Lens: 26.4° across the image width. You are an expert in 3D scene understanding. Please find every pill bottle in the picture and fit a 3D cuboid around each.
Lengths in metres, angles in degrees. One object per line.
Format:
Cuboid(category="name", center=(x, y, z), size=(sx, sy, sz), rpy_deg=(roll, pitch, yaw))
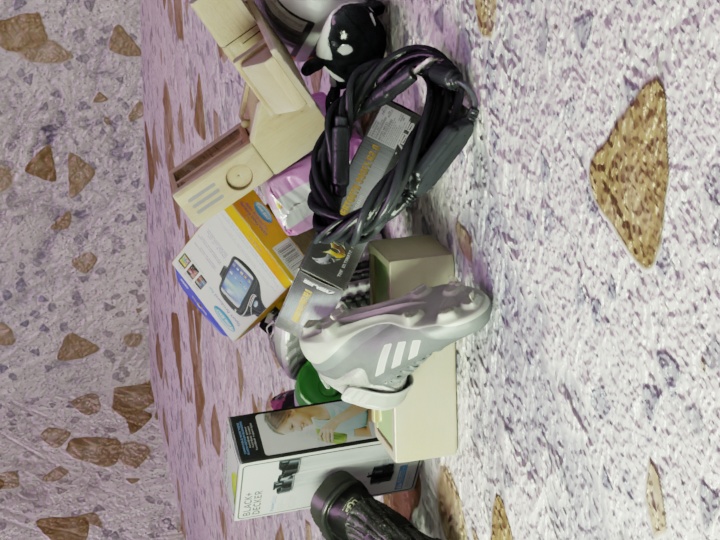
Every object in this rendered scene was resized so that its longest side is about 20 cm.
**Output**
Cuboid(category="pill bottle", center=(-0.047, -0.297, 1.584), size=(0.200, 0.116, 0.117), rpy_deg=(140, 122, -73))

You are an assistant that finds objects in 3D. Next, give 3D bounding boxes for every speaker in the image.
Cuboid(category="speaker", center=(-0.023, 0.174, 1.694), size=(0.200, 0.088, 0.089), rpy_deg=(81, 174, -53))

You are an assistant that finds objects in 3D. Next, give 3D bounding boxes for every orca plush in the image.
Cuboid(category="orca plush", center=(-0.004, -0.201, 1.550), size=(0.071, 0.105, 0.200), rpy_deg=(48, 155, 9))

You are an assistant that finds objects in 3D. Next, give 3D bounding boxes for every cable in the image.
Cuboid(category="cable", center=(0.011, -0.110, 1.348), size=(0.200, 0.051, 0.163), rpy_deg=(-53, 42, 9))

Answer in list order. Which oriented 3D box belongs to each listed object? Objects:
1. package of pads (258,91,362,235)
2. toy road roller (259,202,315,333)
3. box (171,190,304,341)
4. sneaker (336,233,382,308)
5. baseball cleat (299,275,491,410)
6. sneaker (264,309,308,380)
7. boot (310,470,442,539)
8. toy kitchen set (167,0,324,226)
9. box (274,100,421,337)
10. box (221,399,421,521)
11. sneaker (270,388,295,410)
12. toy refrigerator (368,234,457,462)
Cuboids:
Cuboid(category="package of pads", center=(-0.059, -0.119, 1.677), size=(0.076, 0.120, 0.200), rpy_deg=(66, 176, -26))
Cuboid(category="toy road roller", center=(-0.080, -0.025, 1.799), size=(0.146, 0.123, 0.200), rpy_deg=(-54, 9, -33))
Cuboid(category="box", center=(-0.138, -0.002, 1.711), size=(0.119, 0.041, 0.200), rpy_deg=(52, 146, 3))
Cuboid(category="sneaker", center=(0.000, 0.000, 1.631), size=(0.200, 0.075, 0.081), rpy_deg=(-96, 0, -50))
Cuboid(category="baseball cleat", center=(0.043, 0.068, 1.374), size=(0.200, 0.070, 0.107), rpy_deg=(-9, 120, 37))
Cuboid(category="sneaker", center=(-0.078, 0.075, 1.688), size=(0.082, 0.075, 0.200), rpy_deg=(38, 168, 13))
Cuboid(category="boot", center=(0.042, 0.301, 1.568), size=(0.158, 0.079, 0.211), rpy_deg=(31, 166, 35))
Cuboid(category="toy kitchen set", center=(-0.145, -0.162, 1.531), size=(0.200, 0.180, 0.163), rpy_deg=(54, -176, -29))
Cuboid(category="box", center=(-0.011, -0.045, 1.476), size=(0.200, 0.048, 0.158), rpy_deg=(-64, 1, -23))
Cuboid(category="box", center=(-0.038, 0.190, 1.587), size=(0.117, 0.199, 0.060), rpy_deg=(102, 156, -50))
Cuboid(category="sneaker", center=(-0.042, 0.172, 1.825), size=(0.200, 0.080, 0.087), rpy_deg=(-17, -93, -74))
Cuboid(category="toy refrigerator", center=(0.047, 0.074, 1.461), size=(0.076, 0.070, 0.201), rpy_deg=(-133, 38, -67))
